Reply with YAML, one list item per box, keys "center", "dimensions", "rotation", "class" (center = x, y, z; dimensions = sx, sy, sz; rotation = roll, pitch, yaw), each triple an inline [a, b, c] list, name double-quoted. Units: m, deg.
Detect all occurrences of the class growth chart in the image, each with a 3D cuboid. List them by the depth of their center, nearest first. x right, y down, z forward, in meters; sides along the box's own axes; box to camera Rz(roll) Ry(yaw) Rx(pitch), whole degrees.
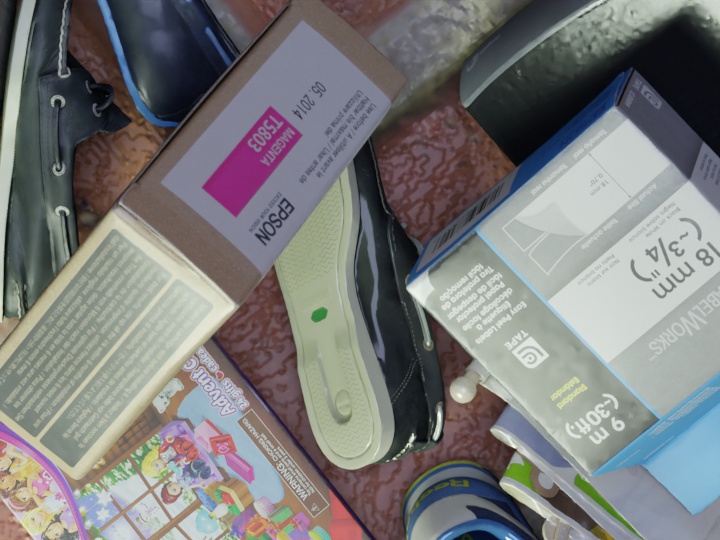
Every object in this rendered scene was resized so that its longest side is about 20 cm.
- center: [0.135, 0.095, 1.336]
  dimensions: [0.200, 0.018, 0.145]
  rotation: [50, 60, -5]
  class: "growth chart"

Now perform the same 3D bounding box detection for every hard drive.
- center: [0.147, -0.093, 1.279]
  dimensions: [0.135, 0.200, 0.042]
  rotation: [49, 44, -11]
  class: "hard drive"

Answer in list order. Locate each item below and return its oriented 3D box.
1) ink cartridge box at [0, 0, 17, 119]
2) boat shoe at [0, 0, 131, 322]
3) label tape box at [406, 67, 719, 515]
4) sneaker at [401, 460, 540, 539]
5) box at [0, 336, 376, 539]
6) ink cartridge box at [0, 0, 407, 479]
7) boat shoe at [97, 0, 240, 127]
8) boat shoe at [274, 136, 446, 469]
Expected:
- center: [-0.206, -0.151, 1.289]
  dimensions: [0.067, 0.116, 0.200]
  rotation: [8, 91, -2]
  class: "ink cartridge box"
- center: [-0.150, -0.069, 1.316]
  dimensions: [0.066, 0.075, 0.200]
  rotation: [8, 92, -6]
  class: "boat shoe"
- center: [0.145, 0.024, 1.267]
  dimensions: [0.200, 0.063, 0.144]
  rotation: [45, 114, -7]
  class: "label tape box"
- center: [0.097, 0.187, 1.332]
  dimensions: [0.200, 0.082, 0.074]
  rotation: [42, 97, -4]
  class: "sneaker"
- center: [-0.090, 0.126, 1.343]
  dimensions: [0.137, 0.039, 0.200]
  rotation: [-39, 93, -1]
  class: "box"
- center: [-0.080, -0.018, 1.232]
  dimensions: [0.075, 0.200, 0.165]
  rotation: [41, 133, -4]
  class: "ink cartridge box"
- center: [-0.107, -0.176, 1.318]
  dimensions: [0.069, 0.084, 0.200]
  rotation: [-17, 109, 8]
  class: "boat shoe"
- center: [0.000, 0.000, 1.341]
  dimensions: [0.068, 0.072, 0.200]
  rotation: [-7, 85, -39]
  class: "boat shoe"
